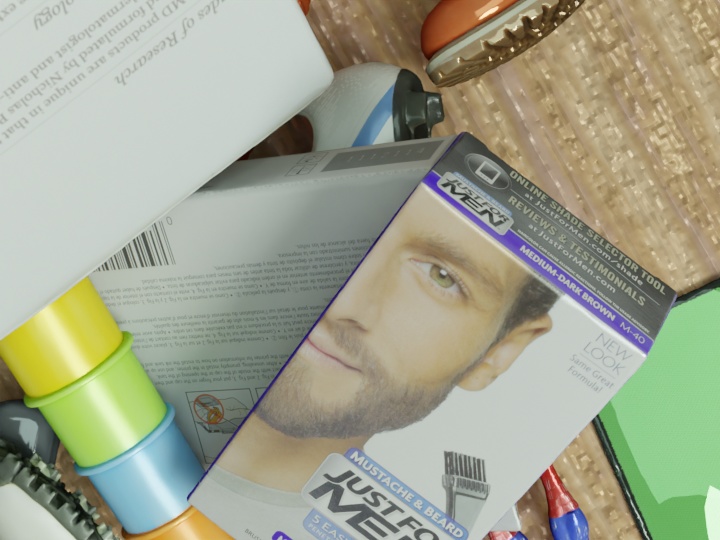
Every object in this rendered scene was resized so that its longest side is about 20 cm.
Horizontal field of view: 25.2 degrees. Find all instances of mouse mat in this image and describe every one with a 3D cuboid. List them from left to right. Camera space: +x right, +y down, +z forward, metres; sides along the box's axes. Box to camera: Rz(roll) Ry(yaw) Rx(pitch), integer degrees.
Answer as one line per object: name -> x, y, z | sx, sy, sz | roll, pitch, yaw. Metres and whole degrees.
mouse mat -> 0.224, 0.074, 0.828 | 0.200, 0.008, 0.161 | -24, 91, -7

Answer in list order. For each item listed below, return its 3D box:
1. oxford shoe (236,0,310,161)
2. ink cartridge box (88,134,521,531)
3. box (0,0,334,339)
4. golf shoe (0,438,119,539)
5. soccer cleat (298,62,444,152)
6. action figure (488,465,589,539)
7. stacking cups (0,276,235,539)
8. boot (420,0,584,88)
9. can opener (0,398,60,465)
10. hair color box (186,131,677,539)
oxford shoe -> -0.068, -0.121, 0.776 | 0.073, 0.071, 0.200 | 22, 86, 1
ink cartridge box -> -0.030, 0.036, 0.742 | 0.200, 0.045, 0.176 | -4, 114, 24
box -> -0.160, -0.122, 0.677 | 0.200, 0.171, 0.199 | -39, 51, -5
golf shoe -> -0.127, 0.170, 0.730 | 0.088, 0.077, 0.200 | -34, 109, -12
soccer cleat -> 0.000, 0.000, 0.787 | 0.086, 0.070, 0.200 | -2, 91, 17
action figure -> 0.109, 0.171, 0.793 | 0.065, 0.052, 0.200 | -25, 95, 0
stacking cups -> -0.103, 0.095, 0.740 | 0.060, 0.061, 0.200 | -29, 105, -6
boot -> 0.084, -0.179, 0.795 | 0.107, 0.075, 0.200 | 45, 76, 1
can opener -> -0.189, 0.157, 0.762 | 0.066, 0.053, 0.200 | 17, 86, -4
hair color box -> 0.024, 0.055, 0.666 | 0.109, 0.065, 0.200 | 37, 121, 2
